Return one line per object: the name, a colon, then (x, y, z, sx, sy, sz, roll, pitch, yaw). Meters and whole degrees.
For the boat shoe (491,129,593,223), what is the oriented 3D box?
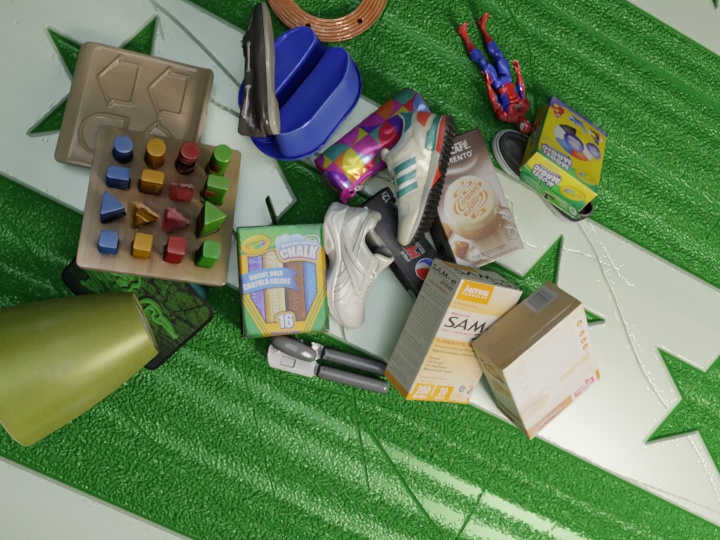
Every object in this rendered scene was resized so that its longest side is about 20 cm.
boat shoe: (0.297, -0.155, 1.192, 0.200, 0.057, 0.069, 42, 82, -6)

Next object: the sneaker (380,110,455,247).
sneaker: (0.071, -0.136, 1.084, 0.093, 0.070, 0.200, 18, 100, 19)

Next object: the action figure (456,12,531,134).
action figure: (0.222, -0.309, 1.186, 0.065, 0.052, 0.200, -27, 92, -14)

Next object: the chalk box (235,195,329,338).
chalk box: (-0.117, -0.008, 1.085, 0.124, 0.125, 0.200, -2, 90, -10)

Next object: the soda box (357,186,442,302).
soda box: (0.070, -0.029, 1.143, 0.063, 0.071, 0.200, -37, 95, -9)

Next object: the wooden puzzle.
wooden puzzle: (-0.329, -0.225, 1.092, 0.200, 0.046, 0.185, 11, 81, -4)

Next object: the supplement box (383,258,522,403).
supplement box: (0.135, 0.094, 1.097, 0.126, 0.074, 0.200, 10, 110, -34)

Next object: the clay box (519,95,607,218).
clay box: (0.315, -0.177, 1.147, 0.115, 0.048, 0.200, 32, 45, -7)

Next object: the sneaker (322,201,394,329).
sneaker: (0.000, 0.000, 1.094, 0.099, 0.078, 0.200, 5, 117, 19)

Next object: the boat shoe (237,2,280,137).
boat shoe: (-0.148, -0.281, 1.033, 0.057, 0.067, 0.200, -6, 77, 3)

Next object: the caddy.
caddy: (-0.089, -0.260, 1.109, 0.141, 0.105, 0.200, 36, 83, 17)

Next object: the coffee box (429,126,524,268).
coffee box: (0.158, -0.105, 1.156, 0.114, 0.080, 0.200, -22, 92, -9)

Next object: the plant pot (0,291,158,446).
plant pot: (-0.387, 0.109, 1.008, 0.200, 0.187, 0.187, -23, 92, -12)

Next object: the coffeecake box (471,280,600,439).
coffeecake box: (0.269, 0.138, 1.118, 0.153, 0.073, 0.200, -38, 134, -10)

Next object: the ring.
ring: (-0.054, -0.455, 1.161, 0.200, 0.019, 0.201, 0, 89, -11)

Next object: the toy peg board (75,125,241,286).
toy peg board: (-0.263, -0.095, 0.997, 0.199, 0.098, 0.200, 9, 77, -18)

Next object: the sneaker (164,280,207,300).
sneaker: (-0.276, -0.042, 1.085, 0.080, 0.071, 0.200, -37, 94, -5)

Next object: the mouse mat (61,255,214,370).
mouse mat: (-0.322, 0.035, 1.067, 0.161, 0.008, 0.200, -40, 95, 24)

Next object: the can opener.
can opener: (-0.046, 0.144, 1.127, 0.200, 0.066, 0.053, 17, 86, -14)

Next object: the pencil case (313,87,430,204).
pencil case: (0.024, -0.189, 1.135, 0.200, 0.088, 0.088, -43, 95, -8)
